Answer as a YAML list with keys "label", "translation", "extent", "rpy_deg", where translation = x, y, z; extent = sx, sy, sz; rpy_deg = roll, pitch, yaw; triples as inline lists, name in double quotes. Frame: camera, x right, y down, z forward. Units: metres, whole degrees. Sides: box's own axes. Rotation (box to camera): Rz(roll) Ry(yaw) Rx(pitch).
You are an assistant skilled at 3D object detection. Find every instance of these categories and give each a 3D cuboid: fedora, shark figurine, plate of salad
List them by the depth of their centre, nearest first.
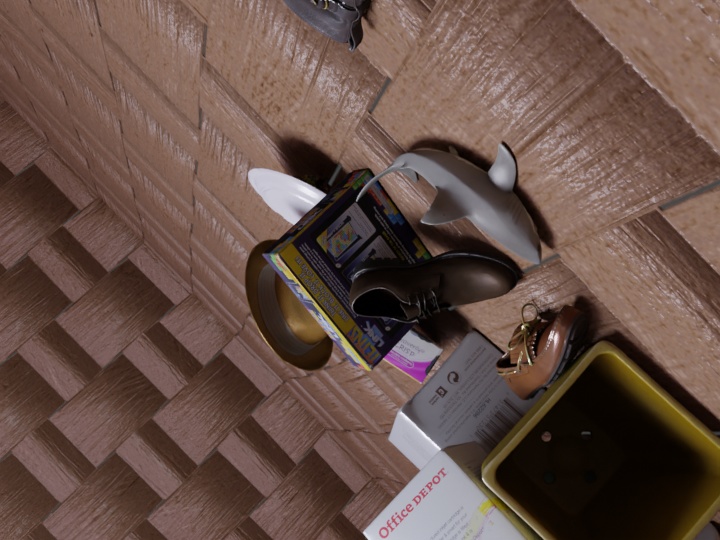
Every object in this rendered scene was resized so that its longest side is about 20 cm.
- label: "shark figurine"
  translation: [0.078, -0.078, 0.733]
  extent: [0.214, 0.090, 0.128]
  rpy_deg: [31, 156, 32]
- label: "fedora"
  translation: [-0.072, 0.036, 1.001]
  extent: [0.082, 0.201, 0.201]
  rpy_deg: [-27, 113, 28]
- label: "plate of salad"
  translation: [-0.069, -0.096, 1.047]
  extent: [0.200, 0.048, 0.200]
  rpy_deg: [27, 166, 7]

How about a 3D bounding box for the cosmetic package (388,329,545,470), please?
- label: "cosmetic package"
  translation: [0.159, 0.225, 1.068]
  extent: [0.166, 0.167, 0.200]
  rpy_deg: [41, 160, 15]

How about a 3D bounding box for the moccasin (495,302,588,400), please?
- label: "moccasin"
  translation: [0.201, 0.087, 0.838]
  extent: [0.078, 0.074, 0.201]
  rpy_deg: [37, 163, 11]

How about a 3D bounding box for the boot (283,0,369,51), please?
- label: "boot"
  translation: [-0.052, -0.282, 0.601]
  extent: [0.200, 0.069, 0.174]
  rpy_deg: [47, 161, -10]

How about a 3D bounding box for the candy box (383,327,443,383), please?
- label: "candy box"
  translation: [0.048, 0.101, 1.093]
  extent: [0.136, 0.061, 0.200]
  rpy_deg: [33, 178, 5]

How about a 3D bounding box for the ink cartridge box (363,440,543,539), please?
- label: "ink cartridge box"
  translation: [0.136, 0.322, 0.854]
  extent: [0.200, 0.145, 0.145]
  rpy_deg: [46, -168, 22]

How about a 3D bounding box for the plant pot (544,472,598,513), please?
- label: "plant pot"
  translation: [0.276, 0.354, 0.978]
  extent: [0.201, 0.201, 0.161]
  rpy_deg: [37, 175, 25]

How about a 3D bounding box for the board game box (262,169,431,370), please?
- label: "board game box"
  translation: [0.000, 0.000, 0.938]
  extent: [0.200, 0.165, 0.057]
  rpy_deg: [53, 160, -20]

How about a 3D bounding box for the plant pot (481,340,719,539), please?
- label: "plant pot"
  translation: [0.257, 0.219, 0.824]
  extent: [0.194, 0.196, 0.200]
  rpy_deg: [43, 173, 8]

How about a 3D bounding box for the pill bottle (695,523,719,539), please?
- label: "pill bottle"
  translation: [0.436, 0.424, 0.926]
  extent: [0.200, 0.114, 0.114]
  rpy_deg: [65, 158, -10]

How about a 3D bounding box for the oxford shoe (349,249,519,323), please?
- label: "oxford shoe"
  translation: [0.082, 0.028, 0.841]
  extent: [0.200, 0.084, 0.073]
  rpy_deg: [-8, 126, 21]
